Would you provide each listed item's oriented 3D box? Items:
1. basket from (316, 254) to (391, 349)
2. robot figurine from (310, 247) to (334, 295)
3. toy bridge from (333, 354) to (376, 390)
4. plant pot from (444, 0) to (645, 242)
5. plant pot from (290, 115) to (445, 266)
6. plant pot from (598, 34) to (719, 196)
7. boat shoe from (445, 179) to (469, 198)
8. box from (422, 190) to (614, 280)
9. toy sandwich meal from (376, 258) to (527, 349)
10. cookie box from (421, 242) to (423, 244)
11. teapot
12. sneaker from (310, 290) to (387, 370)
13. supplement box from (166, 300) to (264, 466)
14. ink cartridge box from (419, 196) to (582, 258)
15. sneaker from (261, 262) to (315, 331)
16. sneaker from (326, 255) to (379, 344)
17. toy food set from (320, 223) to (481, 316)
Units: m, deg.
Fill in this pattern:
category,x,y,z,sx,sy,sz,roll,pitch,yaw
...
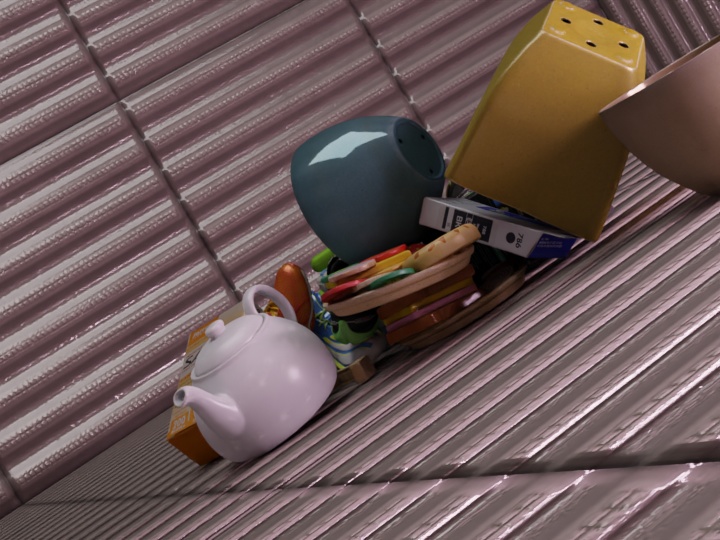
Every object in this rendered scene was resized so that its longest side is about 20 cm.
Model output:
category,x,y,z,sx,sy,sz,roll,pitch,yaw
basket,0.048,-0.004,1.831,0.199,0.177,0.139,-40,15,-12
robot figurine,0.008,0.030,1.964,0.115,0.175,0.201,-3,48,53
toy bridge,-0.063,0.160,1.668,0.199,0.027,0.067,-31,1,25
plant pot,0.235,-0.193,1.535,0.195,0.193,0.202,-61,-8,-56
plant pot,0.029,-0.115,1.652,0.134,0.201,0.200,-37,-1,34
plant pot,0.362,-0.157,1.344,0.199,0.135,0.200,-31,3,2
boat shoe,0.164,-0.094,1.970,0.071,0.061,0.201,-28,-18,-5
box,0.202,-0.067,1.728,0.199,0.125,0.148,-32,2,38
toy sandwich meal,0.109,0.028,1.606,0.204,0.071,0.205,-32,2,1
cookie box,0.108,-0.002,2.209,0.171,0.076,0.199,-35,3,-37
teapot,-0.132,0.118,1.583,0.197,0.147,0.200,-40,13,-11
sneaker,-0.040,0.082,1.734,0.076,0.105,0.200,-52,16,-13
supplement box,-0.188,0.152,1.818,0.125,0.073,0.201,-31,33,28
ink cartridge box,0.177,-0.047,1.578,0.198,0.040,0.099,18,11,36
sneaker,-0.110,0.089,1.713,0.077,0.203,0.073,12,-4,-41
sneaker,0.000,0.000,1.685,0.076,0.084,0.202,-6,45,13
toy food set,0.041,0.001,1.538,0.196,0.049,0.200,-23,4,-11
